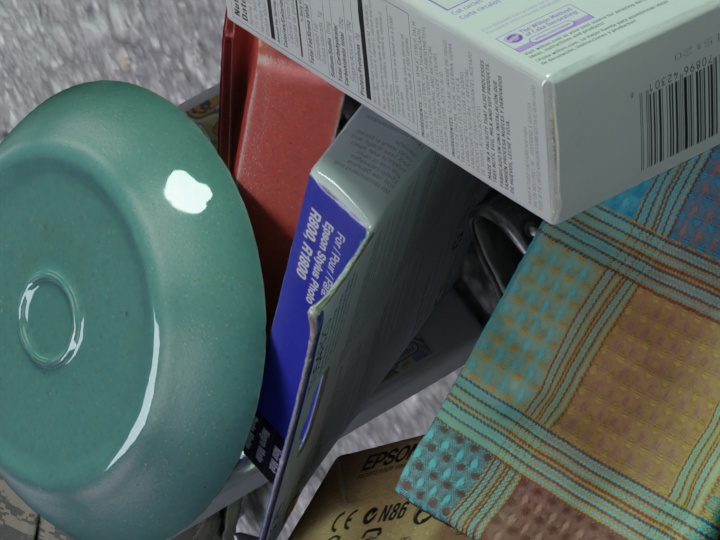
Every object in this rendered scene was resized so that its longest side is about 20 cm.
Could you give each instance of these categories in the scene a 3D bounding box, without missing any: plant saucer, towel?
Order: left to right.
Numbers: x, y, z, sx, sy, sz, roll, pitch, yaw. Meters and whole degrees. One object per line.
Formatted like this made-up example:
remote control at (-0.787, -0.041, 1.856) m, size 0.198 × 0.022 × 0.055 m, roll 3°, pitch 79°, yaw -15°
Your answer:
plant saucer at (-0.121, 0.020, 1.056) m, size 0.199 × 0.036 × 0.202 m, roll 2°, pitch 93°, yaw 43°
plant saucer at (-0.036, -0.095, 1.065) m, size 0.201 × 0.036 × 0.201 m, roll 106°, pitch 167°, yaw -52°
towel at (0.102, 0.017, 0.877) m, size 0.022 × 0.201 × 0.146 m, roll 32°, pitch 176°, yaw -38°

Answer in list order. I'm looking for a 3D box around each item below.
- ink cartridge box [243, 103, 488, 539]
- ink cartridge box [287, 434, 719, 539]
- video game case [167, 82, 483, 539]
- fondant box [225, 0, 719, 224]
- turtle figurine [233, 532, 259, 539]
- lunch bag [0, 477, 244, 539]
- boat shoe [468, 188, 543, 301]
ink cartridge box at (0.000, 0.000, 1.018) m, size 0.040 × 0.200 × 0.200 m, roll 28°, pitch 142°, yaw 10°
ink cartridge box at (0.085, 0.137, 0.995) m, size 0.165 × 0.075 × 0.199 m, roll 44°, pitch 146°, yaw -21°
video game case at (-0.072, 0.012, 1.152) m, size 0.182 × 0.199 × 0.023 m, roll 55°, pitch 165°, yaw 21°
fondant box at (0.061, -0.104, 0.874) m, size 0.200 × 0.144 × 0.059 m, roll 37°, pitch 143°, yaw 45°
turtle figurine at (-0.016, 0.214, 1.258) m, size 0.194 × 0.199 × 0.145 m, roll 113°, pitch 143°, yaw -67°
lunch bag at (-0.135, 0.079, 1.388) m, size 0.167 × 0.140 × 0.200 m, roll 24°, pitch 143°, yaw 4°
boat shoe at (0.100, 0.049, 1.001) m, size 0.201 × 0.071 × 0.072 m, roll 62°, pitch 153°, yaw -5°
